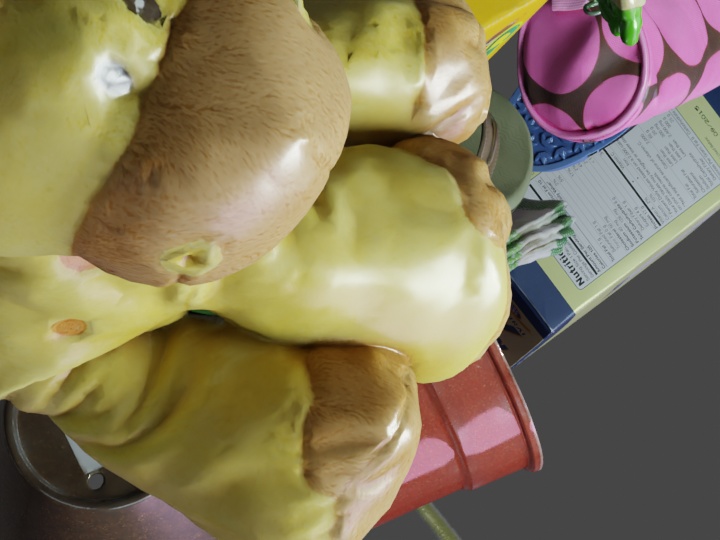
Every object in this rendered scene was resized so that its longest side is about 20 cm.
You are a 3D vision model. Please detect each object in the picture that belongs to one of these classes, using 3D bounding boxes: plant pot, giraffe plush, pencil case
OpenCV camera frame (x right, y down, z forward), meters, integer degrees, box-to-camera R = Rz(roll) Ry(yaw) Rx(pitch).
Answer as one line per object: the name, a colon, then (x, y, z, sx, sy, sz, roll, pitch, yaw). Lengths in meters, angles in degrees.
plant pot: (-0.109, 0.100, 1.247, 0.186, 0.187, 0.200, -36, 160, -10)
giraffe plush: (-0.058, -0.034, 0.578, 0.198, 0.174, 0.162, -2, 158, -5)
pencil case: (0.159, -0.137, 1.349, 0.090, 0.094, 0.200, 13, -153, 31)
plant pot: (-0.014, 0.087, 1.665, 0.194, 0.202, 0.201, -28, 174, -7)

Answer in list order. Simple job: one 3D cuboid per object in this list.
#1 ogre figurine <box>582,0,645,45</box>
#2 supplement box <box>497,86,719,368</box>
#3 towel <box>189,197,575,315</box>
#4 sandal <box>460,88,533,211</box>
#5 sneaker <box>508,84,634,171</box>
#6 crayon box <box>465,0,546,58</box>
ogre figurine: (0.168, -0.166, 1.132, 0.119, 0.099, 0.200, -18, 155, -12)
supplement box: (0.145, -0.049, 1.737, 0.199, 0.135, 0.200, -36, 175, -14)
towel: (0.000, 0.000, 1.318, 0.148, 0.031, 0.200, 6, -158, 37)
sandal: (0.039, -0.060, 1.281, 0.057, 0.080, 0.201, -55, 167, 27)
sneaker: (0.174, -0.130, 1.581, 0.200, 0.070, 0.078, -39, 168, 11)
crayon box: (-0.008, -0.072, 0.960, 0.200, 0.051, 0.127, -34, 174, -39)
